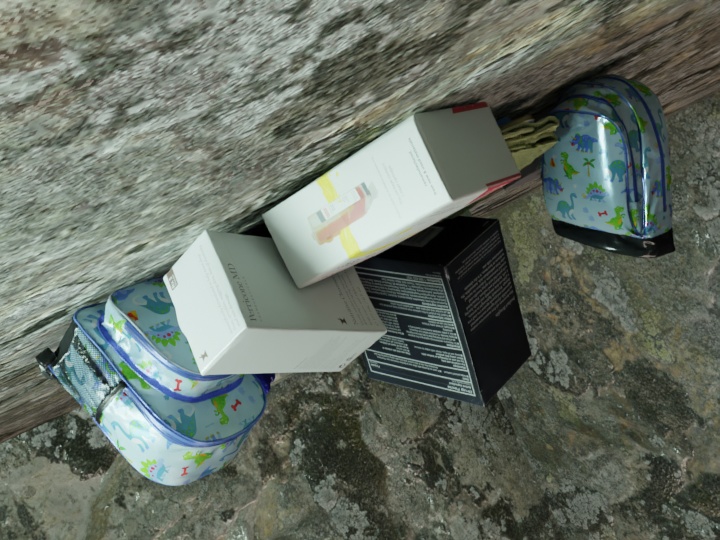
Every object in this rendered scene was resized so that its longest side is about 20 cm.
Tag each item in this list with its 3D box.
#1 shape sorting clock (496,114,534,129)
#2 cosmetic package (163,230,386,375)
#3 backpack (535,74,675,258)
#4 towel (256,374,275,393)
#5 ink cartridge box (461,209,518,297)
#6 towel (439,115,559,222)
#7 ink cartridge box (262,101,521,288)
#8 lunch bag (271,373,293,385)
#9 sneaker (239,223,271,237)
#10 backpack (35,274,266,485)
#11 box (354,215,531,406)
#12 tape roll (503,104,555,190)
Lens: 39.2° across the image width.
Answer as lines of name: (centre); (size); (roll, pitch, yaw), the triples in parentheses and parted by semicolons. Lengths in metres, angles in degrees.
shape sorting clock: (0.124, -0.130, 1.222); (0.198, 0.040, 0.200); (-26, 178, -1)
cosmetic package: (-0.081, 0.034, 0.983); (0.081, 0.114, 0.199); (-42, 154, 28)
backpack: (0.288, -0.127, 1.188); (0.153, 0.203, 0.162); (-8, -159, -41)
towel: (-0.205, 0.110, 1.271); (0.148, 0.198, 0.050); (138, -23, -82)
ink cartridge box: (0.134, -0.036, 1.398); (0.048, 0.202, 0.146); (-27, 178, -9)
towel: (0.121, -0.105, 1.131); (0.147, 0.037, 0.200); (-18, 165, -44)
ink cartridge box: (0.029, -0.071, 0.953); (0.199, 0.084, 0.145); (-28, 177, 36)
lunch bag: (-0.158, 0.096, 1.534); (0.199, 0.169, 0.139); (-24, 178, -35)
sneaker: (-0.065, -0.027, 1.090); (0.199, 0.076, 0.087); (-24, 171, -41)
backpack: (-0.195, 0.108, 1.048); (0.147, 0.200, 0.182); (-50, 163, 31)
box: (0.087, 0.041, 1.271); (0.199, 0.200, 0.123); (9, -144, 43)
tape roll: (0.270, -0.181, 1.358); (0.198, 0.067, 0.200); (-25, 177, -1)
